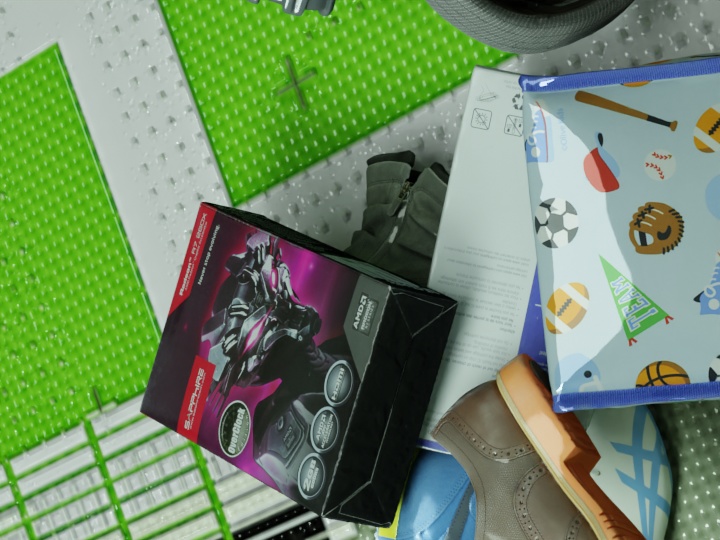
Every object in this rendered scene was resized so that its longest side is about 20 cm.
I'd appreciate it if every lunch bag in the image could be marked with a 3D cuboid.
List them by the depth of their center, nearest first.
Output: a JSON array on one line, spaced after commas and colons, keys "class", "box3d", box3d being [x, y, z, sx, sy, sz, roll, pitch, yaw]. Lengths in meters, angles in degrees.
[{"class": "lunch bag", "box3d": [0.188, -0.022, 1.447, 0.199, 0.124, 0.171, -7, 90, 11]}]

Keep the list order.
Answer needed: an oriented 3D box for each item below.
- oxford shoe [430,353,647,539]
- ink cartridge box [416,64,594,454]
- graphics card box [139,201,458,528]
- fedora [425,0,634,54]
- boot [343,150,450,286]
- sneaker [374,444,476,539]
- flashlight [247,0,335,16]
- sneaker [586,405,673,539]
[{"class": "oxford shoe", "box3d": [0.102, 0.142, 1.461, 0.073, 0.071, 0.201, -33, 63, 10]}, {"class": "ink cartridge box", "box3d": [0.086, 0.002, 1.534, 0.099, 0.039, 0.201, 13, 88, 9]}, {"class": "graphics card box", "box3d": [-0.037, 0.047, 1.569, 0.200, 0.051, 0.126, 25, 99, 53]}, {"class": "fedora", "box3d": [0.076, -0.212, 1.510, 0.090, 0.176, 0.201, -171, 74, -67]}, {"class": "boot", "box3d": [0.000, 0.000, 1.645, 0.199, 0.067, 0.131, 7, 80, 53]}, {"class": "sneaker", "box3d": [0.046, 0.188, 1.549, 0.078, 0.066, 0.201, 11, 102, 21]}, {"class": "flashlight", "box3d": [-0.011, -0.231, 1.530, 0.068, 0.068, 0.201, 40, 121, 49]}, {"class": "sneaker", "box3d": [0.120, 0.145, 1.561, 0.072, 0.072, 0.201, 4, 98, 39]}]
